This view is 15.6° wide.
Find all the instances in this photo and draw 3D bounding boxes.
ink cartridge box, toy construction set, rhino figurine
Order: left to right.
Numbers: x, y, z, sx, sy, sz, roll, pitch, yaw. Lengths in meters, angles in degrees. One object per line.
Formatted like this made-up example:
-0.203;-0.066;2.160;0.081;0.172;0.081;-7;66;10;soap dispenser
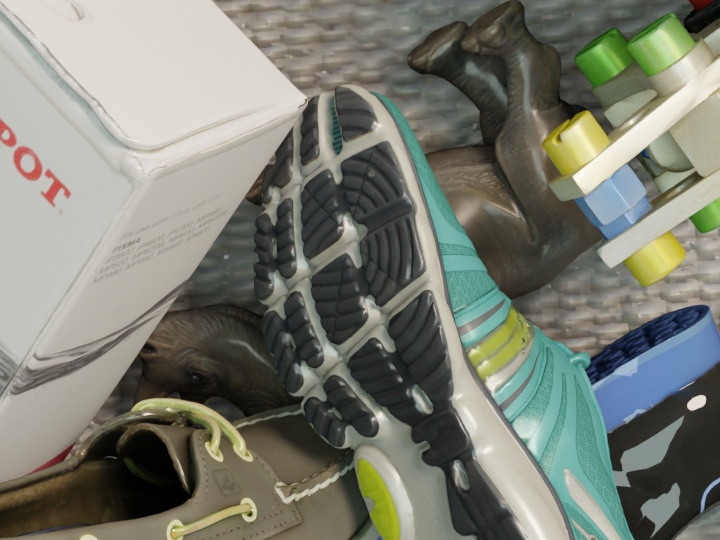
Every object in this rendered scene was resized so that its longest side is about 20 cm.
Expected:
-0.129;-0.023;0.791;0.146;0.085;0.200;46;127;13;ink cartridge box
0.000;0.000;0.881;0.200;0.060;0.088;-38;104;13;rhino figurine
0.151;-0.073;0.818;0.199;0.131;0.092;-22;98;8;toy construction set

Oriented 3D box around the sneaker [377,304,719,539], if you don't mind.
0.052;0.093;0.889;0.199;0.070;0.078;-31;95;10;sneaker

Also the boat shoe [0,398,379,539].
-0.062;0.075;0.798;0.072;0.201;0.061;15;116;39;boat shoe

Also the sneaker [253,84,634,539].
0.030;0.036;0.825;0.077;0.080;0.201;-26;88;42;sneaker
